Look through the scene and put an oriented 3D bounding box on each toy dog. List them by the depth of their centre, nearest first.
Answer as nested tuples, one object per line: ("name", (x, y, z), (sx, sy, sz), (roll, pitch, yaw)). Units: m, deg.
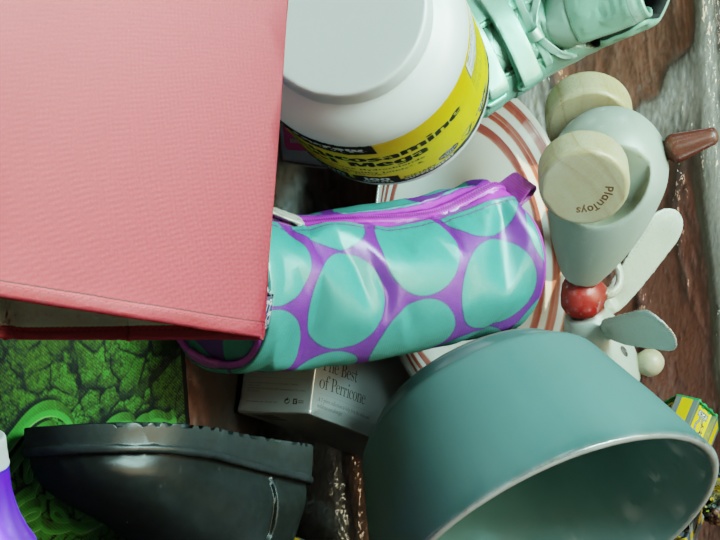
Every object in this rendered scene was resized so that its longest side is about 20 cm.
("toy dog", (0.153, -0.019, 1.529), (0.200, 0.096, 0.132), (74, 16, -54))

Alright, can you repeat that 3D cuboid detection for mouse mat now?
("mouse mat", (-0.134, 0.093, 1.348), (0.200, 0.007, 0.162), (-21, 110, -59))

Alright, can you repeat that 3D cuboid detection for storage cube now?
("storage cube", (-0.147, -0.070, 1.101), (0.199, 0.170, 0.181), (9, 82, -45))

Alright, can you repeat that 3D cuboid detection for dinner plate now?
("dinner plate", (0.062, -0.010, 1.578), (0.200, 0.024, 0.201), (5, 83, -51))

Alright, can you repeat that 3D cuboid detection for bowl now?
("bowl", (0.080, 0.106, 1.485), (0.201, 0.200, 0.105), (34, 24, -58))

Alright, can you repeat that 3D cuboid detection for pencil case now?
("pencil case", (0.000, 0.000, 1.432), (0.199, 0.085, 0.093), (-8, 121, -39))

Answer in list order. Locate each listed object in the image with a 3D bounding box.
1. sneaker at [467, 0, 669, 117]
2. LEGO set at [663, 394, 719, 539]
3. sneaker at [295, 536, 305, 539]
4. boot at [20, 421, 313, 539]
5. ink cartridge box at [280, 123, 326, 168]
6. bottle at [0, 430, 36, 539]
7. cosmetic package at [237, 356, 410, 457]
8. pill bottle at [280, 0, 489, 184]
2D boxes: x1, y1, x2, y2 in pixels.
("sneaker", (0.091, -0.134, 1.516), (0.200, 0.118, 0.074), (-38, 106, -40))
("LEGO set", (0.121, 0.144, 1.664), (0.154, 0.199, 0.116), (91, 21, -49))
("sneaker", (-0.018, 0.177, 1.498), (0.200, 0.077, 0.083), (-24, 111, -60))
("boot", (-0.087, 0.158, 1.331), (0.198, 0.073, 0.163), (13, 76, -53))
("ink cartridge box", (-0.005, -0.169, 1.527), (0.119, 0.042, 0.201), (-24, 115, -48))
("bottle", (-0.170, 0.171, 1.218), (0.083, 0.065, 0.201), (-23, 112, -66))
("cosmetic package", (0.005, 0.059, 1.563), (0.200, 0.050, 0.083), (25, 67, -59))
("pill bottle", (0.002, -0.110, 1.374), (0.200, 0.112, 0.113), (40, 54, -80))
